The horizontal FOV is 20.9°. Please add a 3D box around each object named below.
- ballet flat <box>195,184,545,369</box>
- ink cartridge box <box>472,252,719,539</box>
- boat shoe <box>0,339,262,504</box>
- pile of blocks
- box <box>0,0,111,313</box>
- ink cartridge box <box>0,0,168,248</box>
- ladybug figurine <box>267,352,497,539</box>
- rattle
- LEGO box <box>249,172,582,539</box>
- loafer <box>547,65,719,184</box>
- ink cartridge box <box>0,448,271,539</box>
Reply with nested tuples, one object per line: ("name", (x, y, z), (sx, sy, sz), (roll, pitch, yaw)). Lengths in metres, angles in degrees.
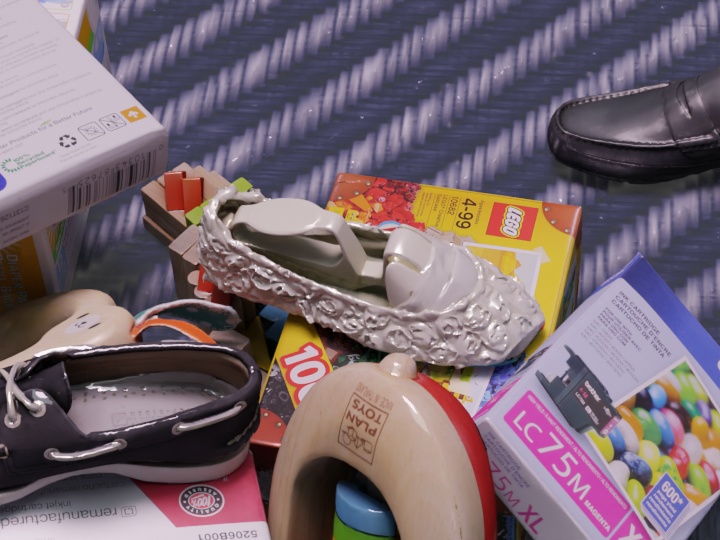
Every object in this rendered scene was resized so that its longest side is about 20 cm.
("ballet flat", (0.000, 0.000, 1.041), (0.198, 0.072, 0.072), (14, 51, 15))
("ink cartridge box", (0.145, 0.075, 1.026), (0.120, 0.042, 0.200), (50, 46, 0))
("boat shoe", (-0.143, 0.068, 0.940), (0.198, 0.061, 0.074), (1, 48, -17))
("pile of blocks", (-0.074, -0.002, 1.153), (0.081, 0.062, 0.201), (-15, 50, -10))
("box", (-0.221, -0.080, 1.198), (0.100, 0.113, 0.201), (2, 50, 5))
("ink cartridge box", (-0.244, -0.087, 1.092), (0.197, 0.047, 0.200), (-28, 54, -28))
("ladybug figurine", (0.016, 0.131, 0.955), (0.072, 0.202, 0.135), (-15, 34, -41))
("rattle", (-0.175, 0.004, 1.069), (0.199, 0.144, 0.130), (-14, 2, 32))
("LEGO box", (0.035, 0.051, 1.088), (0.147, 0.078, 0.201), (8, 50, 11))
("loafer", (0.215, -0.098, 1.212), (0.198, 0.071, 0.069), (-2, 48, 2))
("ink cartridge box", (-0.106, 0.196, 0.940), (0.144, 0.084, 0.201), (-3, 51, -17))
